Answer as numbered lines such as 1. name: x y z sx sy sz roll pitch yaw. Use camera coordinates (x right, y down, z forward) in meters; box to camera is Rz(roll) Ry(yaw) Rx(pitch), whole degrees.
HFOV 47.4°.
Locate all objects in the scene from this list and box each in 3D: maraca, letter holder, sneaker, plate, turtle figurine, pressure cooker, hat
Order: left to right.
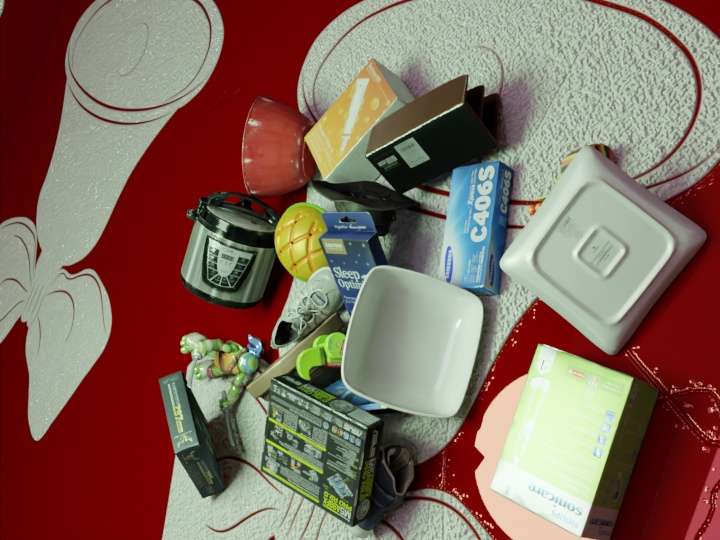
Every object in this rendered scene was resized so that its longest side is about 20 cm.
1. turtle figurine: -0.291 0.196 1.569 0.192 0.143 0.204 7 68 53
2. pressure cooker: -0.247 -0.050 1.582 0.177 0.174 0.204 32 108 33
3. sneaker: -0.092 0.077 1.449 0.201 0.074 0.082 -51 2 36
4. maraca: -0.080 -0.038 1.490 0.199 0.106 0.139 39 115 27
5. sneaker: -0.006 0.191 1.313 0.195 0.066 0.081 -8 73 13
6. hat: 0.004 -0.097 1.396 0.199 0.197 0.083 25 114 46
7. sneaker: 0.004 0.288 1.283 0.147 0.076 0.204 -51 54 32
8. letter holder: 0.121 -0.241 1.347 0.197 0.100 0.144 -23 39 34
9. plate: 0.312 -0.025 1.069 0.199 0.032 0.201 38 104 9

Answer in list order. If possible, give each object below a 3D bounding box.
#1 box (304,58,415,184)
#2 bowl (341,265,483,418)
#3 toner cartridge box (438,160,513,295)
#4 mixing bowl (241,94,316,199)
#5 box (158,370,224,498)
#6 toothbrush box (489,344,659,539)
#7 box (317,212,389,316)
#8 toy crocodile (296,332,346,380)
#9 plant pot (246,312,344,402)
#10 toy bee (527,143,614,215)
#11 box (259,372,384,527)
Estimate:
1. box: 0.008 -0.256 1.490 0.200 0.096 0.126 -46 48 21
2. bowl: 0.073 0.110 1.240 0.075 0.195 0.204 129 158 -78
3. toner cartridge box: 0.180 -0.064 1.284 0.094 0.043 0.205 -6 70 46
4. mixing bowl: -0.144 -0.234 1.590 0.106 0.200 0.205 6 76 14
5. box: -0.312 0.307 1.521 0.050 0.202 0.160 -18 52 -7
6. toothbrush box: 0.272 0.217 1.051 0.144 0.085 0.204 17 85 46
7. box: 0.000 0.000 1.346 0.119 0.204 0.032 4 33 45
8. toy crocodile: -0.010 0.125 1.298 0.067 0.196 0.063 -18 82 62
9. plant pot: -0.090 0.169 1.392 0.200 0.201 0.093 -40 89 26
10. toy bee: 0.289 -0.092 1.128 0.131 0.107 0.204 -41 35 50
11. box: -0.063 0.267 1.243 0.197 0.044 0.164 20 109 35
